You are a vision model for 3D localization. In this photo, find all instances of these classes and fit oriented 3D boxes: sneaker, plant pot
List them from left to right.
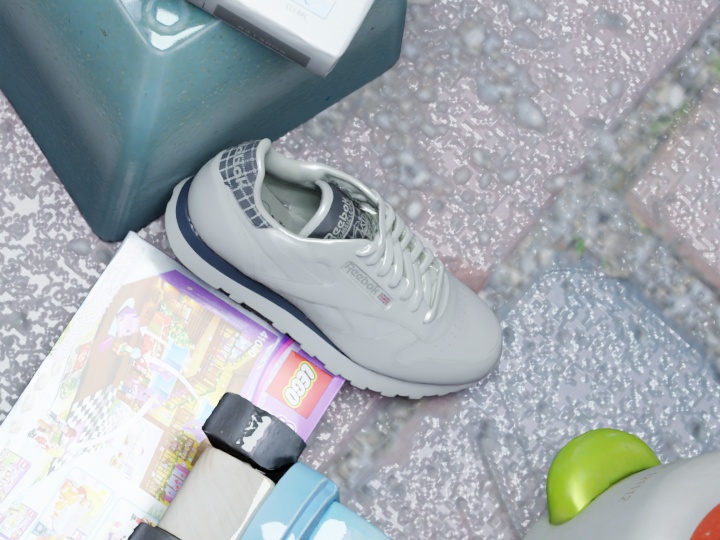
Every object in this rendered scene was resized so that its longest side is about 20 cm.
[{"bbox_3d":[-0.093,-0.160,1.414,0.196,0.200,0.196,-33,86,-13],"label":"plant pot"},{"bbox_3d":[0.000,0.000,1.438,0.200,0.080,0.077,27,49,-26],"label":"sneaker"}]

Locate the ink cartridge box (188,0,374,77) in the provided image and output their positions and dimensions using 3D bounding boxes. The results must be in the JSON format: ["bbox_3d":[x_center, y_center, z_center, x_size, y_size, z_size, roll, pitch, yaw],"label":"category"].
[{"bbox_3d":[-0.035,-0.214,1.304,0.160,0.047,0.200,30,80,-3],"label":"ink cartridge box"}]

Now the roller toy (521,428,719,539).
[{"bbox_3d":[0.175,0.185,1.402,0.200,0.140,0.183,30,62,-24],"label":"roller toy"}]

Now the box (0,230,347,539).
[{"bbox_3d":[-0.117,0.100,1.448,0.137,0.039,0.200,34,77,-3],"label":"box"}]

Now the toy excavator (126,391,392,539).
[{"bbox_3d":[-0.006,0.170,1.392,0.200,0.195,0.100,32,77,11],"label":"toy excavator"}]
